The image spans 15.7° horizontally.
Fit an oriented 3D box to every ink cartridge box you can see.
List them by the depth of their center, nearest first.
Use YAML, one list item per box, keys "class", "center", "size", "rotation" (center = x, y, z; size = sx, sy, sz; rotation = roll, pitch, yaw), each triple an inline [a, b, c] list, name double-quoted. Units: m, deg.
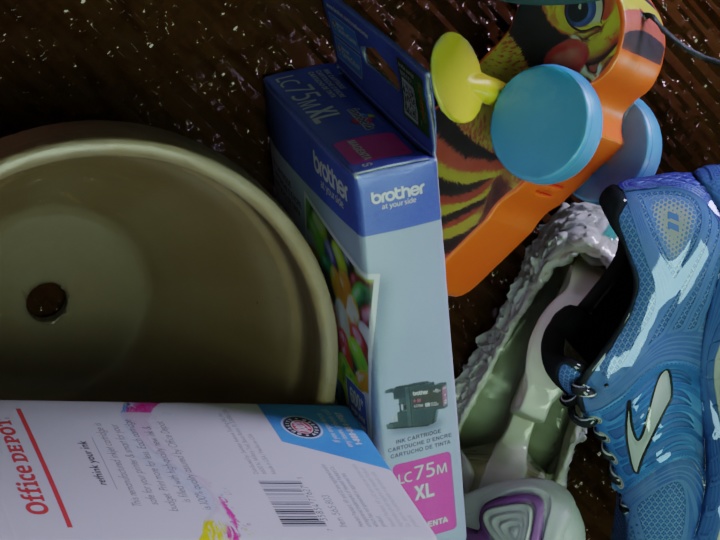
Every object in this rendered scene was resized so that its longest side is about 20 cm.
- class: "ink cartridge box"
  center: [-0.085, 0.101, 0.958]
  size: [0.198, 0.115, 0.068]
  rotation: [2, 112, -20]
- class: "ink cartridge box"
  center: [0.000, 0.000, 1.046]
  size: [0.042, 0.119, 0.202]
  rotation: [-11, 116, -16]

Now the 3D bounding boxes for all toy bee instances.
- class: "toy bee"
  center: [0.086, -0.080, 1.065]
  size: [0.199, 0.109, 0.131]
  rotation: [-25, 155, 7]

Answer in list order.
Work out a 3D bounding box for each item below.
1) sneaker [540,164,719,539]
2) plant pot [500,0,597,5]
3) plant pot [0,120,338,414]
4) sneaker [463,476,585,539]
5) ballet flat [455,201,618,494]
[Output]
- class: "sneaker"
  center: [0.113, 0.050, 1.071]
  size: [0.088, 0.079, 0.202]
  rotation: [2, 109, -8]
- class: "plant pot"
  center: [0.071, -0.178, 0.974]
  size: [0.198, 0.201, 0.135]
  rotation: [-4, 151, -18]
- class: "plant pot"
  center: [-0.115, 0.027, 1.033]
  size: [0.199, 0.093, 0.202]
  rotation: [-8, 116, -16]
- class: "sneaker"
  center: [0.067, 0.159, 1.131]
  size: [0.099, 0.075, 0.201]
  rotation: [-6, 136, -27]
- class: "ballet flat"
  center: [0.067, 0.063, 1.127]
  size: [0.071, 0.072, 0.201]
  rotation: [14, 105, -24]
